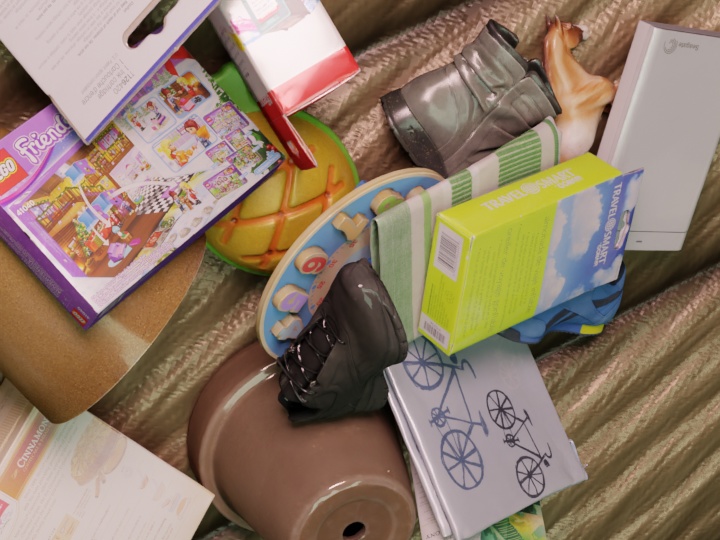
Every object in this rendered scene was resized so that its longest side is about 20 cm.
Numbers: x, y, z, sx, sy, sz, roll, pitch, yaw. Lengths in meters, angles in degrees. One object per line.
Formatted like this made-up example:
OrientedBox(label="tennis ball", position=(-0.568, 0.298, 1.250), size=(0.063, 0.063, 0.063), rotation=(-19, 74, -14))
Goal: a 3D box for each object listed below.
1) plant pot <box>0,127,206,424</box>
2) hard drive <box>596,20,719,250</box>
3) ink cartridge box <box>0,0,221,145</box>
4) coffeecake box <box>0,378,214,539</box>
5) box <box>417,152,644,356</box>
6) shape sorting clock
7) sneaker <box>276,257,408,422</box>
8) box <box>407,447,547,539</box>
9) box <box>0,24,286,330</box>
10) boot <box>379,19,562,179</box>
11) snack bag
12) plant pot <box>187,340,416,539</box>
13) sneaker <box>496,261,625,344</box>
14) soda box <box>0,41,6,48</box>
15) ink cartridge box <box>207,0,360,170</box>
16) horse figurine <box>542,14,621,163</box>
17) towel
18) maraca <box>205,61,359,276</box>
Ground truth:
OrientedBox(label="plant pot", position=(-0.250, -0.018, 1.165), size=(0.200, 0.186, 0.186), rotation=(40, 98, -21))
OrientedBox(label="hard drive", position=(0.265, -0.114, 1.373), size=(0.132, 0.027, 0.201), rotation=(0, 113, -38))
OrientedBox(label="ink cartridge box", position=(-0.179, -0.224, 1.048), size=(0.198, 0.047, 0.200), rotation=(-42, 87, 22))
OrientedBox(label="coffeecake box", position=(-0.244, 0.204, 1.306), size=(0.200, 0.073, 0.154), rotation=(40, 70, -35))
OrientedBox(label="box", position=(0.141, -0.019, 1.283), size=(0.200, 0.048, 0.122), rotation=(-22, 135, -35))
OrientedBox(label="shape sorting clock", position=(0.000, 0.000, 1.257), size=(0.200, 0.039, 0.200), rotation=(-36, 155, -20))
OrientedBox(label="sneaker", position=(-0.019, 0.066, 1.223), size=(0.090, 0.076, 0.200), rotation=(-19, 149, -19))
OrientedBox(label="box", position=(0.098, 0.157, 1.380), size=(0.036, 0.201, 0.144), rotation=(-26, 151, 35))
OrientedBox(label="box", position=(-0.167, -0.070, 1.115), size=(0.137, 0.039, 0.200), rotation=(48, 57, 0))
OrientedBox(label="boot", position=(0.117, -0.105, 1.312), size=(0.130, 0.068, 0.200), rotation=(-30, 124, 11))
OrientedBox(label="snack bag", position=(0.103, 0.121, 1.353), size=(0.200, 0.189, 0.021), rotation=(-14, 167, -47))
OrientedBox(label="plant pot", position=(-0.035, 0.180, 1.358), size=(0.199, 0.175, 0.201), rotation=(-11, 122, -17))
OrientedBox(label="sneaker", position=(0.170, 0.017, 1.393), size=(0.200, 0.066, 0.079), rotation=(-3, 126, -50))
OrientedBox(label="soda box", position=(-0.188, -0.241, 1.104), size=(0.068, 0.064, 0.201), rotation=(27, 110, 13))
OrientedBox(label="ink cartridge box", position=(-0.064, -0.174, 1.132), size=(0.067, 0.116, 0.200), rotation=(-31, 96, -5))
OrientedBox(label="horse figurine", position=(0.193, -0.114, 1.367), size=(0.132, 0.050, 0.201), rotation=(5, 113, -34))
OrientedBox(label="towel", position=(0.088, -0.028, 1.278), size=(0.200, 0.023, 0.153), rotation=(-30, 139, -27))
OrientedBox(label="maraca", position=(-0.086, -0.077, 1.233), size=(0.137, 0.107, 0.200), rotation=(-47, 116, 4))
